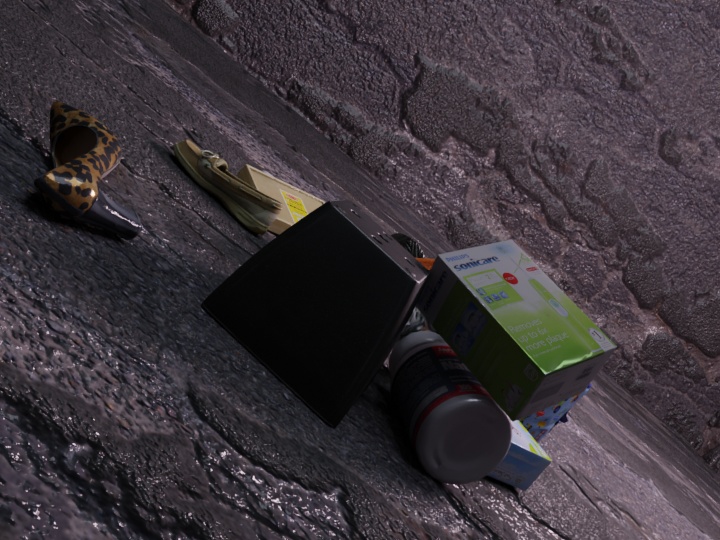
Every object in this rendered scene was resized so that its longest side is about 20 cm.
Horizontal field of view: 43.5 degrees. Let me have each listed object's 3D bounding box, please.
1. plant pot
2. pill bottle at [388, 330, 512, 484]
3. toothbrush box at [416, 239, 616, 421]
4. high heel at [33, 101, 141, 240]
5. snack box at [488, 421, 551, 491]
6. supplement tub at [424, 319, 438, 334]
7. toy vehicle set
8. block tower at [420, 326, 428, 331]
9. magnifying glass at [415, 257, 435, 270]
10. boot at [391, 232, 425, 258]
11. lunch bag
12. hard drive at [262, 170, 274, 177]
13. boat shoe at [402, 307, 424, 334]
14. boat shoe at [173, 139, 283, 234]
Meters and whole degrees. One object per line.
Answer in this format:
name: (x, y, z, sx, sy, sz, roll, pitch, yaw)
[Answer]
plant pot: (-0.028, 0.029, 1.049, 0.199, 0.178, 0.200, 42, 9, 5)
pill bottle: (0.102, 0.161, 1.134, 0.119, 0.120, 0.200, 35, 11, -26)
toothbrush box: (0.184, 0.066, 1.095, 0.144, 0.087, 0.200, -10, 48, -40)
high heel: (-0.312, -0.128, 0.941, 0.201, 0.071, 0.142, 56, 9, 24)
snack box: (0.157, 0.207, 1.290, 0.168, 0.068, 0.200, 31, 16, -41)
supplement tub: (0.186, 0.098, 1.267, 0.140, 0.141, 0.200, 32, 14, -40)
toy vehicle set: (-0.116, -0.100, 1.555, 0.199, 0.026, 0.125, 23, 33, -46)
block tower: (0.119, 0.119, 1.548, 0.058, 0.054, 0.200, 38, 10, -8)
magnifying glass: (0.075, -0.015, 1.539, 0.198, 0.023, 0.079, 7, -2, 36)
boot: (0.117, 0.029, 1.716, 0.183, 0.072, 0.200, 55, 1, 16)
lunch bag: (0.299, 0.220, 1.513, 0.199, 0.151, 0.094, 31, 13, -41)
hard drive: (-0.125, -0.112, 1.689, 0.131, 0.025, 0.200, 36, 11, -26)
boat shoe: (0.057, 0.050, 1.227, 0.200, 0.066, 0.075, 53, 29, -82)
boat shoe: (-0.208, -0.142, 1.411, 0.200, 0.063, 0.073, 44, 11, 12)
